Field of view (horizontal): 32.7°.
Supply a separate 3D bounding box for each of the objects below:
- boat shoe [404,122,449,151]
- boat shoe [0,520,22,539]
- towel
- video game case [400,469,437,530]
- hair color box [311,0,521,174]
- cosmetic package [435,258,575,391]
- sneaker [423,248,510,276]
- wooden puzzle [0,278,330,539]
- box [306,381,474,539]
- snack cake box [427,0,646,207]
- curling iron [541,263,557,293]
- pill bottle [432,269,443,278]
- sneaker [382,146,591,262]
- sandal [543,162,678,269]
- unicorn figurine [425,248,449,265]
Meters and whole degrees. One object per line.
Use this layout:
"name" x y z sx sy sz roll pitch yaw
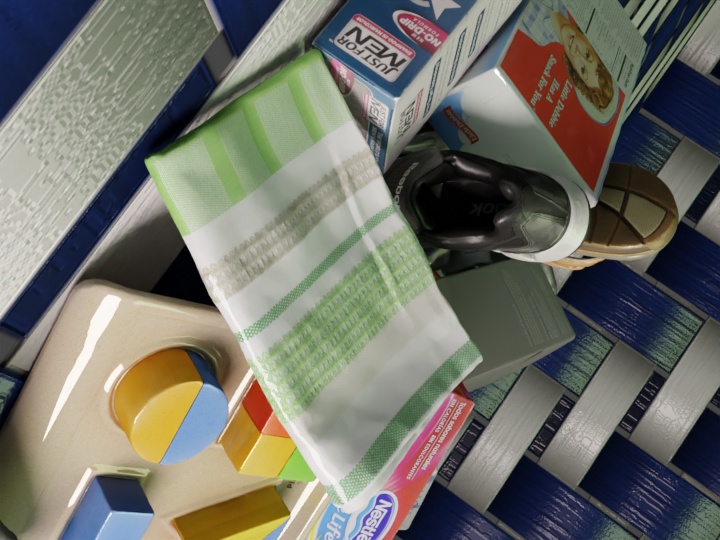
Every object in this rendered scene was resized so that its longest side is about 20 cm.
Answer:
"boat shoe" 0.066 -0.105 0.889 0.201 0.087 0.074 -24 -171 -30
"boat shoe" -0.188 0.119 0.515 0.074 0.060 0.200 -46 166 -17
"towel" -0.014 0.000 0.627 0.031 0.201 0.149 -15 -160 38
"video game case" -0.046 0.177 1.015 0.183 0.198 0.022 102 -8 -64
"hair color box" 0.052 -0.164 0.720 0.200 0.060 0.100 -52 170 -17
"cosmetic package" 0.066 0.055 0.952 0.107 0.091 0.199 -33 170 39
"sneaker" 0.093 -0.071 1.004 0.074 0.116 0.200 -5 150 -19
"wooden puzzle" -0.090 0.106 0.647 0.199 0.046 0.186 17 114 -36
"box" -0.022 0.128 0.808 0.201 0.095 0.100 -61 -159 14
"snack cake box" 0.125 -0.135 0.840 0.067 0.115 0.201 -22 -152 38
"curling iron" 0.164 -0.049 1.165 0.050 0.025 0.201 -62 141 -39
"pill bottle" 0.076 -0.008 1.158 0.200 0.114 0.115 -44 165 -44
"sneaker" 0.035 -0.046 0.754 0.090 0.199 0.067 14 84 -57
"sandal" 0.140 -0.030 0.844 0.199 0.054 0.080 4 -135 52
"unicorn figurine" 0.000 0.000 0.941 0.137 0.074 0.200 -37 168 -27
